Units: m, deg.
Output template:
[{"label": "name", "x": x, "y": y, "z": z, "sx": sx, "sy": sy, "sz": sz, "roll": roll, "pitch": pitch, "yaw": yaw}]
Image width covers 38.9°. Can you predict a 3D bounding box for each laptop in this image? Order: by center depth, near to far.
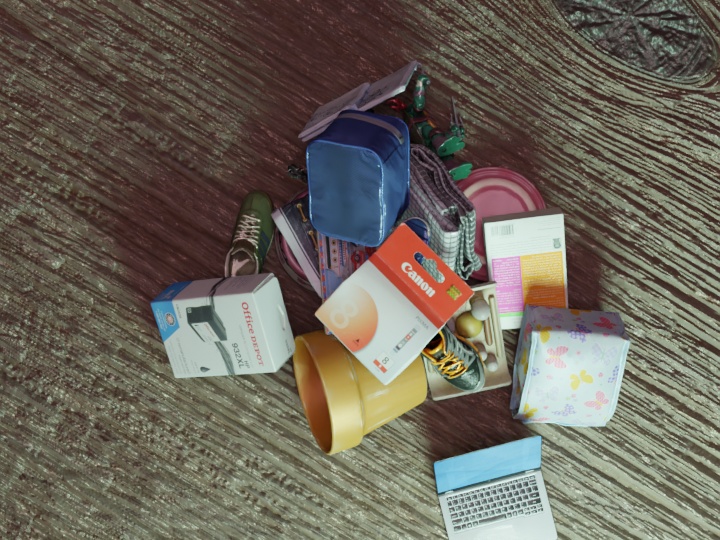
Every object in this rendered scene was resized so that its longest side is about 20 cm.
[{"label": "laptop", "x": 0.230, "y": 0.390, "z": 1.718, "sx": 0.186, "sy": 0.116, "sz": 0.201, "roll": -14, "pitch": 88, "yaw": -1}]

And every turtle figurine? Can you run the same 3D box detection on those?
[{"label": "turtle figurine", "x": 0.123, "y": -0.249, "z": 1.747, "sx": 0.101, "sy": 0.150, "sz": 0.201, "roll": -38, "pitch": 48, "yaw": 15}]

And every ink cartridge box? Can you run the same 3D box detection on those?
[{"label": "ink cartridge box", "x": 0.051, "y": 0.053, "z": 1.576, "sx": 0.162, "sy": 0.050, "sz": 0.200, "roll": 45, "pitch": 110, "yaw": 5}, {"label": "ink cartridge box", "x": -0.225, "y": 0.092, "z": 1.682, "sx": 0.199, "sy": 0.084, "sz": 0.146, "roll": -6, "pitch": 110, "yaw": 24}]

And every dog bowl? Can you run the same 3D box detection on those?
[{"label": "dog bowl", "x": -0.051, "y": -0.059, "z": 1.755, "sx": 0.199, "sy": 0.074, "sz": 0.201, "roll": 0, "pitch": 87, "yaw": -1}]

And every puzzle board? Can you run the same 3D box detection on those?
[{"label": "puzzle board", "x": 0.000, "y": 0.000, "z": 1.676, "sx": 0.150, "sy": 0.017, "sz": 0.201, "roll": -3, "pitch": 86, "yaw": -34}]

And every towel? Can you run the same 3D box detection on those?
[{"label": "towel", "x": 0.123, "y": -0.090, "z": 1.676, "sx": 0.085, "sy": 0.166, "sz": 0.200, "roll": -24, "pitch": 53, "yaw": -17}]

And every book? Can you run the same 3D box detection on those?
[{"label": "book", "x": 0.280, "y": 0.000, "z": 1.729, "sx": 0.133, "sy": 0.048, "sz": 0.201, "roll": -7, "pitch": 115, "yaw": 1}]

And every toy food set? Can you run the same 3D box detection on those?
[{"label": "toy food set", "x": 0.175, "y": 0.120, "z": 1.726, "sx": 0.143, "sy": 0.060, "sz": 0.201, "roll": -12, "pitch": 114, "yaw": -1}]

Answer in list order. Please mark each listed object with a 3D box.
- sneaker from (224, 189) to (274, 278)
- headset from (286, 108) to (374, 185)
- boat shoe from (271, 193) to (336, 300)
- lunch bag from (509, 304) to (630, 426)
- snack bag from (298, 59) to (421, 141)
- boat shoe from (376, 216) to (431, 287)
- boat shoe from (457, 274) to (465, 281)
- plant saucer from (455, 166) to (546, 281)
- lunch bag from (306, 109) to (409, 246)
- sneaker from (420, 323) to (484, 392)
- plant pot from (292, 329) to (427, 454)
[{"label": "sneaker", "x": -0.190, "y": -0.042, "z": 1.743, "sx": 0.067, "sy": 0.090, "sz": 0.201, "roll": 11, "pitch": 87, "yaw": 0}, {"label": "headset", "x": -0.043, "y": -0.204, "z": 1.714, "sx": 0.094, "sy": 0.124, "sz": 0.200, "roll": 27, "pitch": 50, "yaw": 4}, {"label": "boat shoe", "x": -0.061, "y": -0.033, "z": 1.681, "sx": 0.091, "sy": 0.071, "sz": 0.201, "roll": -31, "pitch": 88, "yaw": -1}, {"label": "lunch bag", "x": 0.347, "y": 0.169, "z": 1.725, "sx": 0.169, "sy": 0.127, "sz": 0.201, "roll": 4, "pitch": 114, "yaw": 0}, {"label": "snack bag", "x": 0.000, "y": -0.285, "z": 1.684, "sx": 0.199, "sy": 0.189, "sz": 0.021, "roll": -24, "pitch": 107, "yaw": 19}, {"label": "boat shoe", "x": 0.060, "y": 0.001, "z": 1.633, "sx": 0.072, "sy": 0.072, "sz": 0.201, "roll": 32, "pitch": 108, "yaw": 14}, {"label": "boat shoe", "x": 0.090, "y": 0.055, "z": 1.755, "sx": 0.199, "sy": 0.067, "sz": 0.074, "roll": -18, "pitch": 88, "yaw": -2}, {"label": "plant saucer", "x": 0.230, "y": -0.082, "z": 1.772, "sx": 0.199, "sy": 0.051, "sz": 0.202, "roll": 0, "pitch": 87, "yaw": -1}, {"label": "lunch bag", "x": 0.005, "y": -0.142, "z": 1.590, "sx": 0.135, "sy": 0.132, "sz": 0.201, "roll": 16, "pitch": 129, "yaw": 20}, {"label": "sneaker", "x": 0.134, "y": 0.132, "z": 1.670, "sx": 0.078, "sy": 0.077, "sz": 0.200, "roll": -35, "pitch": 110, "yaw": 19}, {"label": "plant pot", "x": 0.004, "y": 0.184, "z": 1.696, "sx": 0.182, "sy": 0.200, "sz": 0.201, "roll": -14, "pitch": 88, "yaw": -17}]
